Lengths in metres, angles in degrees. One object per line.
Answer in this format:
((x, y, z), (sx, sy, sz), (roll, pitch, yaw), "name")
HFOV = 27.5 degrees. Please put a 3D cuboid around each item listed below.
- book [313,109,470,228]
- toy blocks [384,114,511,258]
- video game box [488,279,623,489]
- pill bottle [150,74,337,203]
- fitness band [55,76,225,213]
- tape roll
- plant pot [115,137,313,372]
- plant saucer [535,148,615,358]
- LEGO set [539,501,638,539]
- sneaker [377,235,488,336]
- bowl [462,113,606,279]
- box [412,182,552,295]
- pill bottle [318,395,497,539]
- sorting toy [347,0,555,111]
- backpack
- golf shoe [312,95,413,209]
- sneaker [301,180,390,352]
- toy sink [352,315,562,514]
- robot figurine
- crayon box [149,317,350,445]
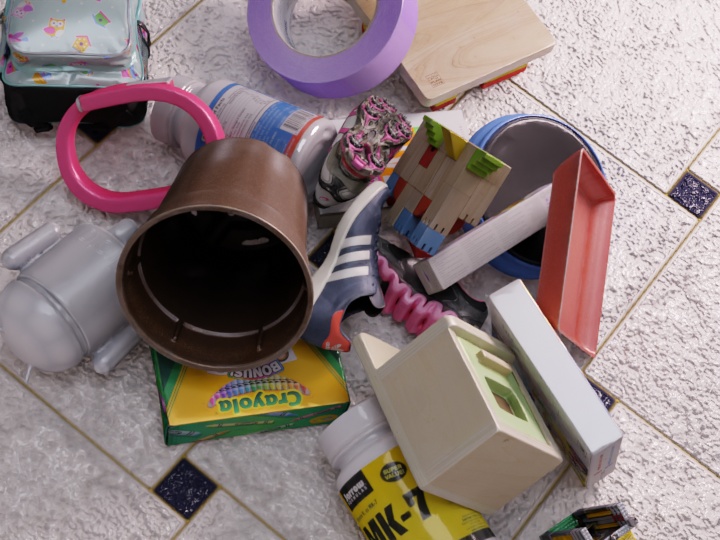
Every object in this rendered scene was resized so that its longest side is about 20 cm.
((0.036, -0.124, 1.762), (0.199, 0.048, 0.134), (-7, 63, -11), "book")
((0.084, -0.087, 1.645), (0.100, 0.200, 0.137), (28, 98, -26), "toy blocks")
((0.208, 0.125, 1.579), (0.047, 0.182, 0.200), (-30, 71, -6), "video game box")
((-0.137, -0.154, 1.694), (0.200, 0.112, 0.112), (23, 59, 19), "pill bottle")
((-0.248, -0.138, 1.647), (0.199, 0.144, 0.037), (-7, 18, 15), "fitness band")
((-0.034, -0.313, 1.780), (0.200, 0.066, 0.201), (-4, 78, 17), "tape roll")
((-0.140, -0.030, 1.551), (0.200, 0.201, 0.198), (13, 32, -4), "plant pot")
((0.239, -0.015, 1.641), (0.037, 0.200, 0.201), (4, 80, 21), "plant saucer")
((0.225, 0.326, 1.496), (0.200, 0.116, 0.154), (-20, 84, -22), "LEGO set")
((0.063, 0.013, 1.682), (0.200, 0.079, 0.095), (42, 53, 5), "sneaker")
((0.206, -0.090, 1.734), (0.200, 0.039, 0.201), (4, 79, -24), "bowl")
((0.150, -0.038, 1.655), (0.200, 0.039, 0.042), (-32, 94, -26), "box")
((0.046, 0.236, 1.528), (0.114, 0.114, 0.200), (-26, 69, -22), "pill bottle")
((0.106, -0.306, 1.855), (0.200, 0.070, 0.199), (-26, 70, -22), "sorting toy")
((-0.333, -0.279, 1.713), (0.175, 0.153, 0.200), (-1, 55, -6), "backpack")
((-0.003, -0.138, 1.685), (0.073, 0.092, 0.200), (44, 31, -4), "golf shoe")
((0.000, 0.000, 1.599), (0.084, 0.075, 0.200), (26, 75, 5), "sneaker")
((0.100, 0.127, 1.502), (0.112, 0.130, 0.200), (-40, 50, 18), "toy sink")
((-0.306, 0.029, 1.570), (0.170, 0.113, 0.200), (48, 63, -4), "robot figurine")
((-0.122, 0.113, 1.592), (0.199, 0.058, 0.119), (-7, 63, -14), "crayon box")
